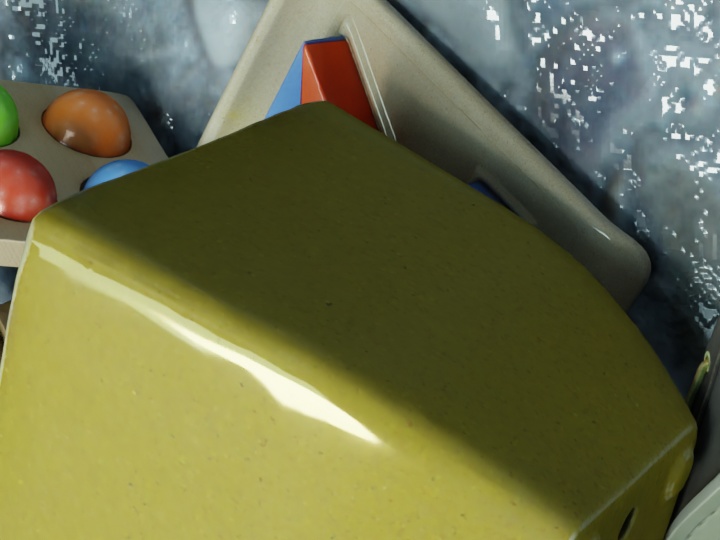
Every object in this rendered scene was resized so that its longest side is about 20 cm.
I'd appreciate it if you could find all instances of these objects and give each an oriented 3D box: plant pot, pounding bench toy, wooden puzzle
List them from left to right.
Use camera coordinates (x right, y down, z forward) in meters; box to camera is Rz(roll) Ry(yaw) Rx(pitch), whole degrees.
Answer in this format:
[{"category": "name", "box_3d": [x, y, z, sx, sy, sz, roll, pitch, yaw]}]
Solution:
[{"category": "pounding bench toy", "box_3d": [-0.169, -0.022, 0.978, 0.200, 0.124, 0.156, 56, 132, 44]}, {"category": "wooden puzzle", "box_3d": [0.000, 0.000, 0.903, 0.200, 0.046, 0.186, 44, 125, 21]}, {"category": "plant pot", "box_3d": [0.001, 0.081, 0.780, 0.199, 0.194, 0.196, 26, 117, 22]}]

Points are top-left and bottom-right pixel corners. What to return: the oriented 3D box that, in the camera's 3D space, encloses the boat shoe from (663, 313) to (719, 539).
[{"category": "boat shoe", "box_3d": [0.152, 0.058, 0.791, 0.061, 0.071, 0.202, -94, 16, -51]}]
